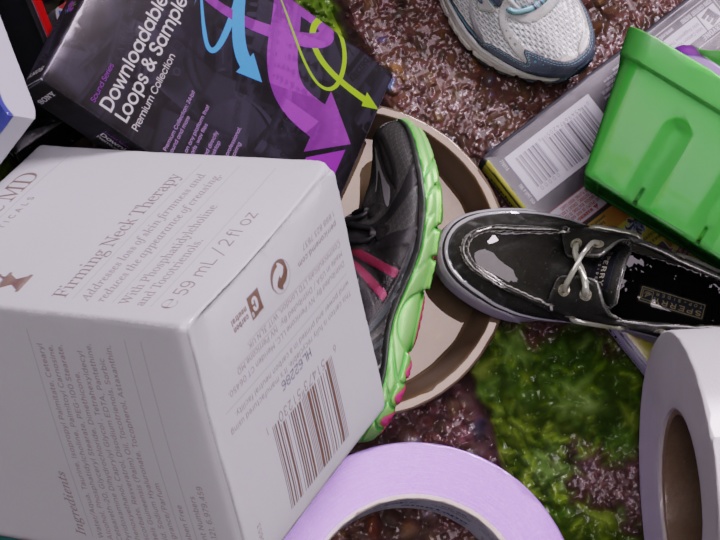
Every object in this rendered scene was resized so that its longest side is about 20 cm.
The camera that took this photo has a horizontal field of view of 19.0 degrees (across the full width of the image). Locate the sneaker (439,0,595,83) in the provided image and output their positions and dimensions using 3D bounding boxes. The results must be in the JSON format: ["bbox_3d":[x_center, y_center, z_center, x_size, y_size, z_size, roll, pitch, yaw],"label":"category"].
[{"bbox_3d":[0.075,-0.203,1.363,0.078,0.086,0.200,-40,85,-9],"label":"sneaker"}]

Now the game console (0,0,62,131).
[{"bbox_3d":[-0.278,-0.151,1.277,0.199,0.031,0.178,-12,104,27],"label":"game console"}]

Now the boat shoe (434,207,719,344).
[{"bbox_3d":[0.144,0.001,1.316,0.198,0.064,0.071,12,78,-3],"label":"boat shoe"}]

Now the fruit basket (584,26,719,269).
[{"bbox_3d":[0.253,-0.097,1.310,0.214,0.156,0.217,0,87,6],"label":"fruit basket"}]

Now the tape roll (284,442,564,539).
[{"bbox_3d":[0.030,0.207,1.296,0.198,0.066,0.202,1,80,-4],"label":"tape roll"}]

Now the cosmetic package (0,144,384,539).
[{"bbox_3d":[-0.120,0.045,1.193,0.199,0.167,0.168,5,35,28],"label":"cosmetic package"}]

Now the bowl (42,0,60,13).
[{"bbox_3d":[-0.276,-0.227,1.337,0.199,0.094,0.202,1,80,-4],"label":"bowl"}]

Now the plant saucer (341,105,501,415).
[{"bbox_3d":[-0.005,-0.005,1.350,0.198,0.029,0.202,1,79,-4],"label":"plant saucer"}]

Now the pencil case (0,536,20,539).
[{"bbox_3d":[-0.206,0.164,1.274,0.199,0.085,0.093,15,98,-2],"label":"pencil case"}]

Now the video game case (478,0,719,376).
[{"bbox_3d":[0.206,-0.058,1.379,0.200,0.026,0.181,-37,84,-11],"label":"video game case"}]

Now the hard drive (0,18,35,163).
[{"bbox_3d":[-0.262,-0.073,1.239,0.025,0.200,0.133,7,47,-43],"label":"hard drive"}]

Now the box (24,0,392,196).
[{"bbox_3d":[-0.087,-0.111,1.275,0.199,0.036,0.144,33,63,-21],"label":"box"}]

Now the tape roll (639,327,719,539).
[{"bbox_3d":[0.251,0.132,1.258,0.138,0.203,0.204,-2,80,-6],"label":"tape roll"}]

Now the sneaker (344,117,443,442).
[{"bbox_3d":[0.000,0.000,1.297,0.083,0.077,0.202,14,77,-6],"label":"sneaker"}]

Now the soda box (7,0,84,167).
[{"bbox_3d":[-0.148,-0.145,1.342,0.199,0.071,0.063,-36,84,-9],"label":"soda box"}]
